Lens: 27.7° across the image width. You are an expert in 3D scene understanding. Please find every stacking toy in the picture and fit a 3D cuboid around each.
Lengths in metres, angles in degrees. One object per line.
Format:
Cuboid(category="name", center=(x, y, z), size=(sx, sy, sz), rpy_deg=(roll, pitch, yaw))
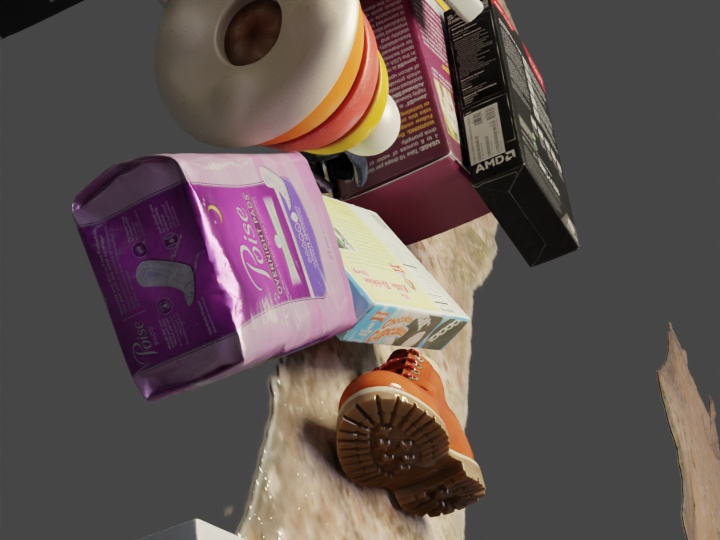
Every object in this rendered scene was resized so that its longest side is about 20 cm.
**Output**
Cuboid(category="stacking toy", center=(-0.027, -0.121, 0.955), size=(0.200, 0.145, 0.148), rpy_deg=(32, 41, -56))

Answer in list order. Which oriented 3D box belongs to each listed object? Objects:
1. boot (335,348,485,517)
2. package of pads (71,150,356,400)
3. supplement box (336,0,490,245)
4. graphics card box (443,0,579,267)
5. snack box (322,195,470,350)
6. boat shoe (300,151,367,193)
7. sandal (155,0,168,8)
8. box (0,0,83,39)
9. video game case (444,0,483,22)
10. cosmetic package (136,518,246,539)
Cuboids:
Cuboid(category="boot", center=(0.025, 0.096, 1.016), size=(0.200, 0.074, 0.108), rpy_deg=(51, 21, -60))
Cuboid(category="package of pads", center=(-0.074, -0.005, 0.830), size=(0.122, 0.075, 0.200), rpy_deg=(69, 19, 3))
Cuboid(category="supplement box", center=(0.032, -0.142, 1.215), size=(0.131, 0.102, 0.202), rpy_deg=(34, 38, -60))
Cuboid(category="graphics card box", center=(0.125, -0.118, 1.211), size=(0.126, 0.050, 0.202), rpy_deg=(49, 26, -47))
Cuboid(category="snack box", center=(0.000, 0.000, 1.023), size=(0.116, 0.037, 0.200), rpy_deg=(49, 13, 19))
Cuboid(category="boat shoe", center=(-0.031, -0.133, 1.048), size=(0.200, 0.074, 0.094), rpy_deg=(57, 23, -62))
Cuboid(category="sandal", center=(-0.120, -0.213, 0.952), size=(0.202, 0.049, 0.083), rpy_deg=(37, 37, -59))
Cuboid(category="box", center=(-0.190, -0.252, 0.749), size=(0.164, 0.085, 0.202), rpy_deg=(52, 25, -42))
Cuboid(category="video game case", center=(0.003, -0.300, 1.147), size=(0.200, 0.023, 0.183), rpy_deg=(37, 17, -45))
Cuboid(category="cosmetic package", center=(-0.040, 0.224, 0.731), size=(0.200, 0.051, 0.152), rpy_deg=(39, 32, -55))
